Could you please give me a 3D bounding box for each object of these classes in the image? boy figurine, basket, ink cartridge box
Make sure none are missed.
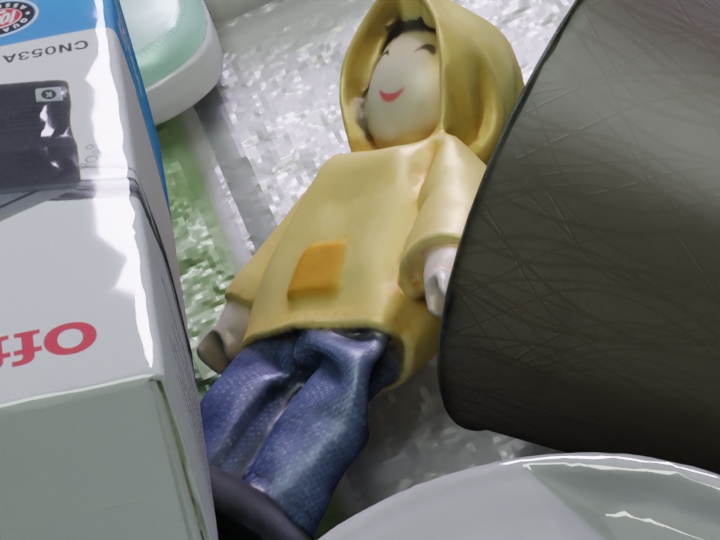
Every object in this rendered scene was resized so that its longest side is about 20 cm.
[{"bbox_3d":[0.000,0.000,0.881,0.124,0.064,0.200,-8,49,55],"label":"boy figurine"},{"bbox_3d":[0.151,0.002,0.812,0.200,0.136,0.181,24,75,26],"label":"basket"},{"bbox_3d":[-0.124,0.010,0.822,0.145,0.084,0.200,-12,39,-1],"label":"ink cartridge box"}]

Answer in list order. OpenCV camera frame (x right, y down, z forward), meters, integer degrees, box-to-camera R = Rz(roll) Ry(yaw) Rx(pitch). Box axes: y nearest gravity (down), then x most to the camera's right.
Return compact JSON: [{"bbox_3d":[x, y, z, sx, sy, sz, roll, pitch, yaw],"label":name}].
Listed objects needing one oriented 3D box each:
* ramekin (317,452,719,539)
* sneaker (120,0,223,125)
[{"bbox_3d":[0.053,0.153,0.746,0.202,0.094,0.203,-9,51,11],"label":"ramekin"},{"bbox_3d":[-0.123,-0.134,1.002,0.074,0.118,0.200,-34,53,-12],"label":"sneaker"}]
